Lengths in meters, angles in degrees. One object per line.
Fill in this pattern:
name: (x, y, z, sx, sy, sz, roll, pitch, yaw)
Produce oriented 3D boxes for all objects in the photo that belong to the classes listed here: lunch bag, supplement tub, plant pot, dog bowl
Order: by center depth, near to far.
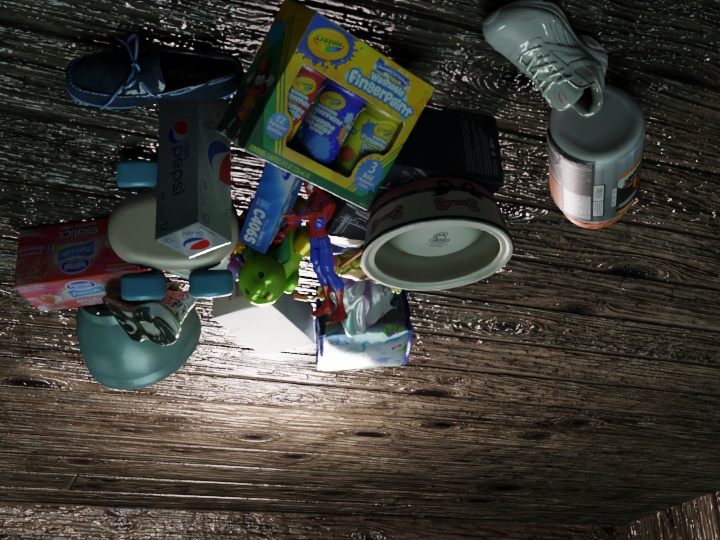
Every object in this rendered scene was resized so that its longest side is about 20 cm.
dog bowl: (0.096, -0.048, 1.303, 0.198, 0.074, 0.200, -3, 154, -1)
supplement tub: (0.307, -0.143, 1.320, 0.122, 0.123, 0.200, -8, 154, 9)
plant pot: (-0.370, 0.071, 1.608, 0.199, 0.201, 0.135, -7, 137, 8)
lunch bag: (0.002, 0.116, 1.802, 0.169, 0.128, 0.201, -2, 144, -3)

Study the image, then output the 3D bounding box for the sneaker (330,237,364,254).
sneaker: (-0.004, -0.059, 1.514, 0.199, 0.081, 0.115, 19, 156, -41)

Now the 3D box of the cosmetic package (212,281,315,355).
cosmetic package: (-0.165, 0.071, 1.738, 0.112, 0.082, 0.200, -14, 151, 17)

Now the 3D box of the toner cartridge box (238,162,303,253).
toner cartridge box: (-0.099, -0.120, 1.301, 0.043, 0.095, 0.200, 27, 139, -1)

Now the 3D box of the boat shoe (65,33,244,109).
boat shoe: (-0.230, -0.231, 1.131, 0.198, 0.085, 0.069, -11, 176, -16)

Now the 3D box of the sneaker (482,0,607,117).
sneaker: (0.219, -0.235, 1.144, 0.199, 0.100, 0.078, 17, 147, -35)

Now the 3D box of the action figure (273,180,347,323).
action figure: (-0.074, -0.026, 1.334, 0.098, 0.202, 0.065, -14, -161, -32)

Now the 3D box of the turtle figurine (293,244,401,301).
turtle figurine: (0.000, 0.000, 1.465, 0.160, 0.065, 0.200, 8, 152, -35)

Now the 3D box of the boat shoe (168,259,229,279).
boat shoe: (-0.216, -0.026, 1.558, 0.198, 0.061, 0.076, 8, 132, -19)

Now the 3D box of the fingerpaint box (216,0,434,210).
fingerpaint box: (-0.035, -0.184, 1.144, 0.199, 0.073, 0.168, 24, 99, -42)

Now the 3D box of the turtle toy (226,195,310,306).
turtle toy: (-0.136, -0.025, 1.427, 0.101, 0.201, 0.146, 24, 120, -34)

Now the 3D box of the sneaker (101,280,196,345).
sneaker: (-0.297, 0.053, 1.448, 0.199, 0.089, 0.077, 10, 135, 49)

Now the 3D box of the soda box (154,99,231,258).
soda box: (-0.199, -0.122, 1.206, 0.068, 0.201, 0.063, -20, 150, 27)

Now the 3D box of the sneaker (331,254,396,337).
sneaker: (0.004, 0.001, 1.637, 0.139, 0.078, 0.201, -28, 130, -8)

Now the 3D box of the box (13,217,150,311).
box: (-0.409, -0.011, 1.520, 0.198, 0.100, 0.096, -7, 154, 8)

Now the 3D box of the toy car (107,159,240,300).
toy car: (-0.254, -0.059, 1.419, 0.175, 0.186, 0.200, -2, -177, -4)

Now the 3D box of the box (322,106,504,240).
box: (0.064, -0.123, 1.349, 0.181, 0.105, 0.200, 8, 151, -19)
